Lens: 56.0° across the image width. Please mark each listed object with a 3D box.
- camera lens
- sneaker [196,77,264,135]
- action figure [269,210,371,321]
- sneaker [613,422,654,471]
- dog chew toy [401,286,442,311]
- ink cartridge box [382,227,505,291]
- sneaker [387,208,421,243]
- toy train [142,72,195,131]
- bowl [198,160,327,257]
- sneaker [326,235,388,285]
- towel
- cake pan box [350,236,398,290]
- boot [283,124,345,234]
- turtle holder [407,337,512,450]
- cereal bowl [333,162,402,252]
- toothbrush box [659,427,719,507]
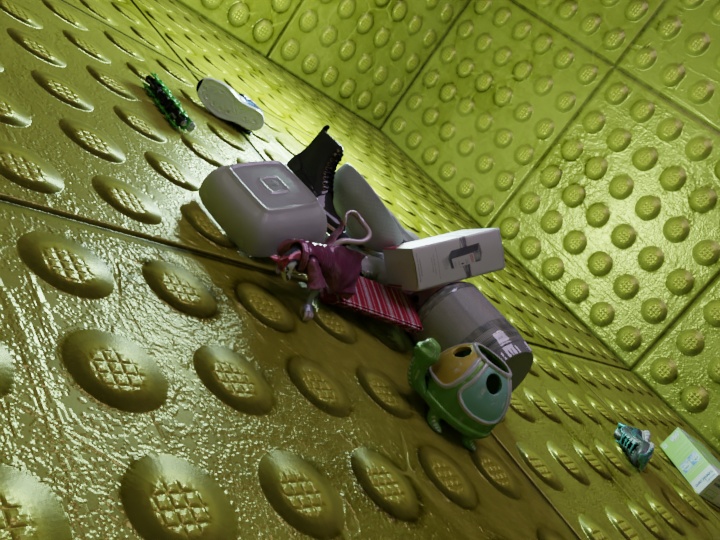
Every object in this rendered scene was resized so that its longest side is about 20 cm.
[{"bbox_3d":[0.203,0.134,1.259,0.159,0.161,0.201,18,26,-51],"label":"camera lens"},{"bbox_3d":[-0.341,-0.435,1.769,0.197,0.082,0.147,29,10,-23],"label":"sneaker"},{"bbox_3d":[-0.063,-0.015,1.088,0.134,0.150,0.199,47,19,25],"label":"action figure"},{"bbox_3d":[0.685,0.441,1.715,0.090,0.079,0.200,26,9,14],"label":"sneaker"},{"bbox_3d":[0.145,0.044,1.455,0.124,0.125,0.199,41,20,11],"label":"dog chew toy"},{"bbox_3d":[0.161,-0.023,1.319,0.195,0.087,0.145,-11,6,-21],"label":"ink cartridge box"},{"bbox_3d":[0.070,-0.078,1.530,0.198,0.074,0.080,34,21,-19],"label":"sneaker"},{"bbox_3d":[-0.410,-0.359,1.456,0.201,0.042,0.056,50,8,33],"label":"toy train"},{"bbox_3d":[-0.164,-0.122,1.186,0.198,0.076,0.200,-15,52,-45],"label":"bowl"},{"bbox_3d":[0.000,0.000,1.361,0.197,0.074,0.071,21,30,-24],"label":"sneaker"},{"bbox_3d":[0.013,0.050,1.240,0.196,0.023,0.145,20,21,-17],"label":"towel"},{"bbox_3d":[0.022,-0.034,1.521,0.183,0.053,0.200,41,16,-1],"label":"cake pan box"},{"bbox_3d":[-0.062,-0.174,1.308,0.201,0.138,0.077,50,11,19],"label":"boot"},{"bbox_3d":[0.159,0.178,1.091,0.185,0.133,0.141,40,16,6],"label":"turtle holder"},{"bbox_3d":[-0.002,-0.116,1.395,0.202,0.083,0.200,54,-3,4],"label":"cereal bowl"},{"bbox_3d":[1.002,0.581,1.989,0.144,0.087,0.201,32,16,-25],"label":"toothbrush box"}]
